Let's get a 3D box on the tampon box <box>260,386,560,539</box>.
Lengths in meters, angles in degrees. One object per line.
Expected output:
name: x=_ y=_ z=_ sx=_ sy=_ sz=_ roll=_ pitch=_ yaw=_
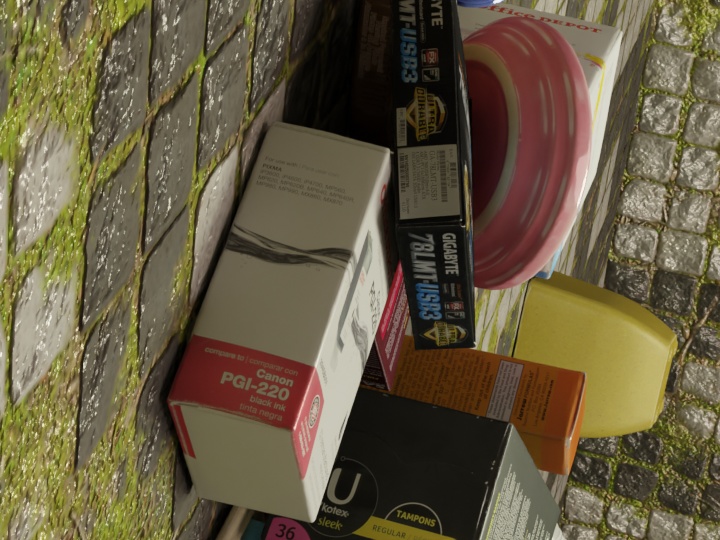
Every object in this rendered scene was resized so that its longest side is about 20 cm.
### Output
tampon box: x=0.040 y=0.181 z=1.535 sx=0.200 sy=0.149 sz=0.127 roll=58 pitch=47 yaw=-62

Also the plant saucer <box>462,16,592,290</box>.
plant saucer: x=0.091 y=-0.088 z=1.598 sx=0.200 sy=0.050 sz=0.202 roll=-17 pitch=-110 yaw=57

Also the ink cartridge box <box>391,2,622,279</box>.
ink cartridge box: x=0.119 y=-0.115 z=1.804 sx=0.200 sy=0.145 sz=0.147 roll=-57 pitch=157 yaw=-57

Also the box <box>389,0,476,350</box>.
box: x=0.049 y=-0.076 z=1.451 sx=0.200 sy=0.049 sz=0.200 roll=78 pitch=12 yaw=-64

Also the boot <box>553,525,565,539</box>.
boot: x=0.064 y=0.224 z=1.747 sx=0.073 sy=0.199 sz=0.096 roll=14 pitch=-52 yaw=68

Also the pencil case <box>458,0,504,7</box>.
pencil case: x=0.095 y=-0.301 z=1.638 sx=0.087 sy=0.078 sz=0.201 roll=-28 pitch=136 yaw=-44

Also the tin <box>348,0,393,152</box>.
tin: x=0.027 y=-0.181 z=1.555 sx=0.112 sy=0.041 sz=0.201 roll=-65 pitch=165 yaw=-58

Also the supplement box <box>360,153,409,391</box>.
supplement box: x=0.000 y=0.000 z=1.571 sx=0.200 sy=0.060 sz=0.110 roll=74 pitch=30 yaw=-66

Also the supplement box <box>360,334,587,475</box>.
supplement box: x=0.073 y=0.098 z=1.692 sx=0.067 sy=0.198 sz=0.069 roll=83 pitch=20 yaw=-60

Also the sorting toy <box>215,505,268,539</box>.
sorting toy: x=-0.068 y=0.205 z=1.542 sx=0.186 sy=0.036 sz=0.201 roll=90 pitch=18 yaw=-50

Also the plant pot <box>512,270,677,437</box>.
plant pot: x=0.311 y=0.121 z=2.890 sx=0.194 sy=0.198 sz=0.197 roll=-20 pitch=122 yaw=-76

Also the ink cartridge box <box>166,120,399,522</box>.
ink cartridge box: x=-0.042 y=0.032 z=1.349 sx=0.146 sy=0.084 sz=0.201 roll=83 pitch=22 yaw=-61
